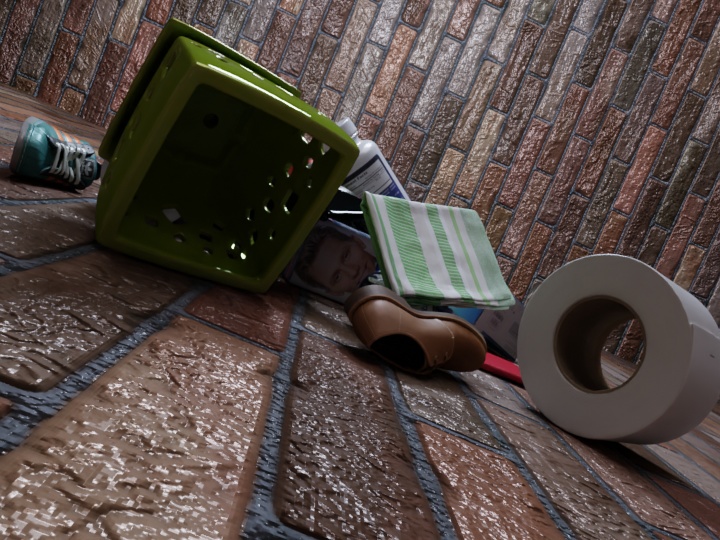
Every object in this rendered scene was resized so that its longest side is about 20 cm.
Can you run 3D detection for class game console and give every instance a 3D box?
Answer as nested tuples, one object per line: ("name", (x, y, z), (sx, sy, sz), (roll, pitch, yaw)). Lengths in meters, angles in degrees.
("game console", (-0.092, -0.057, 0.863), (0.199, 0.177, 0.116), (28, -10, 47))

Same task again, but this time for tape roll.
("tape roll", (0.302, 0.096, 0.790), (0.138, 0.206, 0.201), (19, 6, -47))

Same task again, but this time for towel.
("towel", (0.095, -0.023, 0.827), (0.197, 0.023, 0.155), (4, 57, -37))

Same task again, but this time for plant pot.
("plant pot", (-0.150, -0.125, 0.701), (0.198, 0.200, 0.182), (21, 26, -38))

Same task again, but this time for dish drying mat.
("dish drying mat", (0.179, 0.127, 0.946), (0.197, 0.018, 0.077), (24, 6, -9))

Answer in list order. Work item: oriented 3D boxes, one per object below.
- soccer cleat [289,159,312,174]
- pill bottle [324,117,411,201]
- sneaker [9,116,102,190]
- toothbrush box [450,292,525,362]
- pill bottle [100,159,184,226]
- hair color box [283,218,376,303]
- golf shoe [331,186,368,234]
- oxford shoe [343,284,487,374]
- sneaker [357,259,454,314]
("soccer cleat", (-0.118, -0.105, 1.081), (0.068, 0.199, 0.086), (-20, 78, -51))
("pill bottle", (0.002, -0.138, 1.093), (0.201, 0.110, 0.111), (56, -4, -15))
("sneaker", (-0.374, -0.143, 0.852), (0.079, 0.073, 0.200), (18, 4, -12))
("toothbrush box", (0.187, 0.056, 1.177), (0.146, 0.086, 0.199), (39, -5, -40))
("pill bottle", (-0.253, -0.114, 0.884), (0.110, 0.113, 0.200), (24, 5, 5))
("hair color box", (0.000, 0.000, 0.958), (0.197, 0.101, 0.060), (22, 6, -20))
("golf shoe", (0.015, -0.063, 1.023), (0.200, 0.077, 0.089), (42, 20, -28))
("oxford shoe", (0.067, 0.083, 0.713), (0.198, 0.071, 0.072), (21, 33, -36))
("sneaker", (0.040, 0.013, 0.830), (0.113, 0.081, 0.202), (10, 47, -30))
